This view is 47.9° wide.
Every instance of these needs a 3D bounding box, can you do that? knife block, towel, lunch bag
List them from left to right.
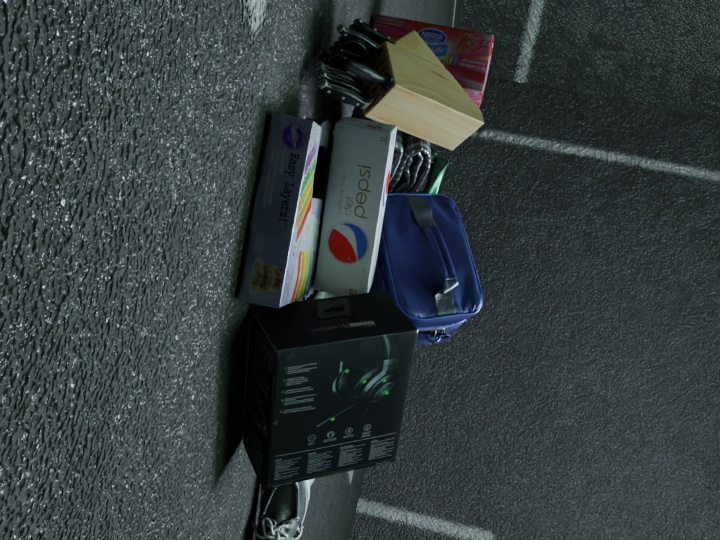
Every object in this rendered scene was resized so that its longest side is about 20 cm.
[{"bbox_3d":[0.037,-0.166,1.138,0.201,0.084,0.168,115,-25,-54],"label":"towel"},{"bbox_3d":[0.041,-0.212,0.976,0.064,0.201,0.176,-36,-173,42],"label":"knife block"},{"bbox_3d":[0.072,0.003,1.062,0.133,0.134,0.203,129,-49,-57],"label":"lunch bag"}]

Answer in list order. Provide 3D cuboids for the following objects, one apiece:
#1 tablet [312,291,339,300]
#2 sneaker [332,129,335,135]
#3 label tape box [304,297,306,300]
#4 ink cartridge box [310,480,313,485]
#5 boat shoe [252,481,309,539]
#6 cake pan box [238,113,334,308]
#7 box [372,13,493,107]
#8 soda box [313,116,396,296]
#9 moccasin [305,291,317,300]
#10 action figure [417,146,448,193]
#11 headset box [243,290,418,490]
[{"bbox_3d":[-0.063,0.120,1.036,0.202,0.014,0.130,-60,145,-18],"label":"tablet"},{"bbox_3d":[-0.025,-0.107,1.070,0.077,0.082,0.203,91,11,-59],"label":"sneaker"},{"bbox_3d":[-0.033,0.008,1.265,0.201,0.062,0.146,-70,168,-54],"label":"label tape box"},{"bbox_3d":[-0.061,0.250,1.286,0.201,0.043,0.197,-56,165,-18],"label":"ink cartridge box"},{"bbox_3d":[-0.116,0.360,1.117,0.068,0.072,0.202,-103,-150,-72],"label":"boat shoe"},{"bbox_3d":[-0.073,-0.068,0.898,0.184,0.051,0.204,-19,119,-84],"label":"cake pan box"},{"bbox_3d":[0.109,-0.336,1.316,0.096,0.196,0.101,70,32,-80],"label":"box"},{"bbox_3d":[-0.006,-0.073,0.955,0.064,0.067,0.203,-62,162,-71],"label":"soda box"},{"bbox_3d":[-0.068,0.086,1.096,0.073,0.077,0.205,5,101,-57],"label":"moccasin"},{"bbox_3d":[0.073,-0.083,1.210,0.119,0.054,0.203,-111,-149,-62],"label":"action figure"},{"bbox_3d":[-0.038,0.128,0.926,0.093,0.171,0.203,-132,-138,-52],"label":"headset box"}]
